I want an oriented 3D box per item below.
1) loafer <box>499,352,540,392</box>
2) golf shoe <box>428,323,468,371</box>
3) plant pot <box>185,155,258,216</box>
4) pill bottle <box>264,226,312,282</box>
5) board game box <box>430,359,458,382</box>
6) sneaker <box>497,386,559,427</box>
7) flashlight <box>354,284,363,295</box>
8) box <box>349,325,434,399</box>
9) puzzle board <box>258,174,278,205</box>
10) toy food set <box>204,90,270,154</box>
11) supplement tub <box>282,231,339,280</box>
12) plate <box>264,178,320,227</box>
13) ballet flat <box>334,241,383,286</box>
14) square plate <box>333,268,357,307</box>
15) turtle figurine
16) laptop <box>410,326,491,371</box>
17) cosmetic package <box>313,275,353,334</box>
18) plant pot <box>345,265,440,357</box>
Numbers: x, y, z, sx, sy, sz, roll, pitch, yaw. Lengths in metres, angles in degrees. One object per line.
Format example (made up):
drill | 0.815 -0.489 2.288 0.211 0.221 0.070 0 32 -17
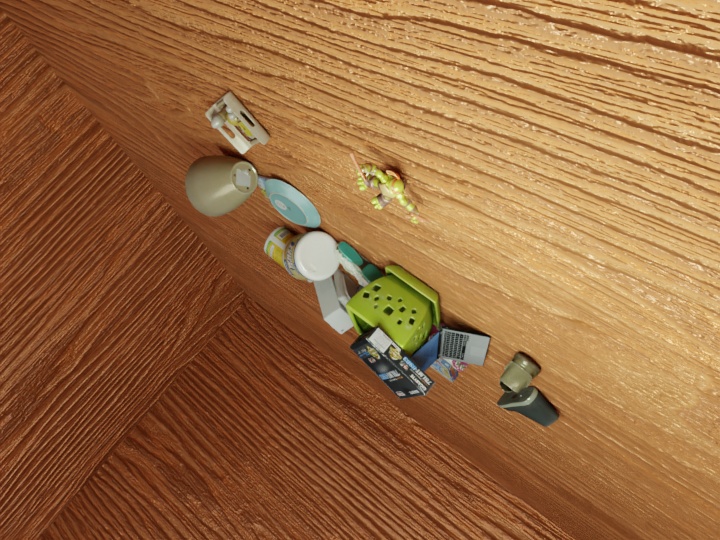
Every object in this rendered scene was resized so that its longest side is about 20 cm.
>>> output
loafer | 0.392 0.263 1.519 0.076 0.068 0.201 35 164 19
golf shoe | 0.236 0.212 1.760 0.201 0.075 0.091 51 165 -29
plant pot | -0.397 -0.263 1.830 0.198 0.189 0.188 -1 138 49
pill bottle | -0.222 -0.050 2.076 0.199 0.111 0.111 37 165 17
board game box | 0.231 0.282 2.037 0.199 0.035 0.136 33 163 29
sneaker | 0.454 0.379 1.673 0.106 0.075 0.200 44 164 -2
flashlight | 0.026 0.056 1.863 0.069 0.067 0.200 65 165 12
box | 0.074 0.237 1.543 0.199 0.050 0.200 46 161 -1
puzzle board | -0.249 -0.223 1.840 0.199 0.017 0.151 22 156 50
toy food set | -0.313 -0.360 1.529 0.144 0.061 0.199 47 164 -21
supplement tub | -0.156 -0.043 1.868 0.145 0.145 0.199 45 164 -16
plate | -0.202 -0.185 1.762 0.198 0.026 0.201 30 159 12
ballet flat | 0.000 0.000 1.739 0.200 0.072 0.072 46 167 12
square plate | -0.018 0.097 2.002 0.199 0.028 0.201 50 -167 -29
turtle figurine | 0.045 -0.166 1.178 0.199 0.065 0.161 37 175 -17
laptop | 0.227 0.242 1.605 0.196 0.117 0.188 10 151 10
cosmetic package | -0.085 0.095 1.982 0.101 0.071 0.201 45 -163 -41
plant pot | 0.101 0.116 1.604 0.198 0.182 0.201 35 165 24
